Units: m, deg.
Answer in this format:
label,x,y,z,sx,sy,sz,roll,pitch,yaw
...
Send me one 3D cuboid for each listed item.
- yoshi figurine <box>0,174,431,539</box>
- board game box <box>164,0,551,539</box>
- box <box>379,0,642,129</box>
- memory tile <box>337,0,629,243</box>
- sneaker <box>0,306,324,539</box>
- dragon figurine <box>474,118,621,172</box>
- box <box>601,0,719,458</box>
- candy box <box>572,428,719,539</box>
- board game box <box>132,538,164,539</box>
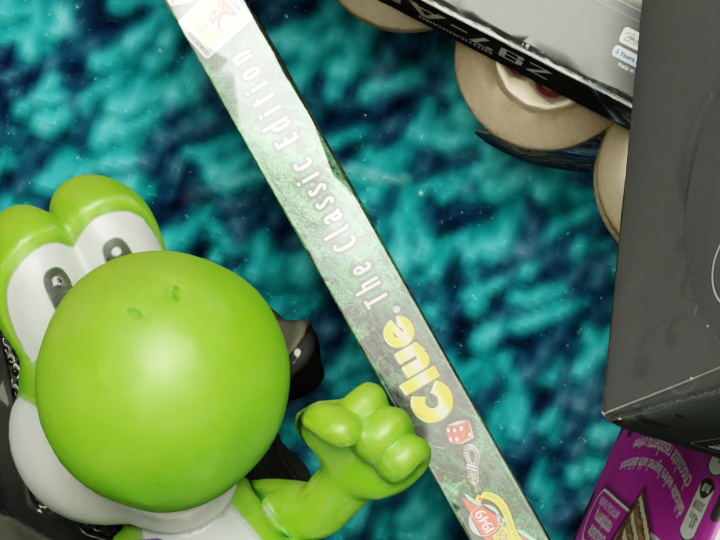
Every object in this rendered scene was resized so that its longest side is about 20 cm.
label,x,y,z,sx,sy,sz,roll,pitch,yaw
yoshi figurine,-0.034,0.073,0.722,0.112,0.112,0.201,-16,104,36
board game box,0.000,0.000,0.806,0.023,0.105,0.201,-29,89,-2
box,0.043,-0.141,0.758,0.199,0.044,0.161,26,87,1
memory tile,0.100,-0.079,0.788,0.200,0.017,0.153,41,87,0
sneaker,-0.086,0.021,0.826,0.114,0.076,0.199,-44,92,0
dragon figurine,0.062,-0.060,0.824,0.199,0.059,0.100,-1,88,-1
box,0.174,-0.018,0.682,0.199,0.124,0.149,19,69,-29
candy box,0.077,0.128,0.786,0.061,0.136,0.201,23,91,-7
board game box,-0.136,0.201,0.643,0.199,0.200,0.201,-4,122,10
